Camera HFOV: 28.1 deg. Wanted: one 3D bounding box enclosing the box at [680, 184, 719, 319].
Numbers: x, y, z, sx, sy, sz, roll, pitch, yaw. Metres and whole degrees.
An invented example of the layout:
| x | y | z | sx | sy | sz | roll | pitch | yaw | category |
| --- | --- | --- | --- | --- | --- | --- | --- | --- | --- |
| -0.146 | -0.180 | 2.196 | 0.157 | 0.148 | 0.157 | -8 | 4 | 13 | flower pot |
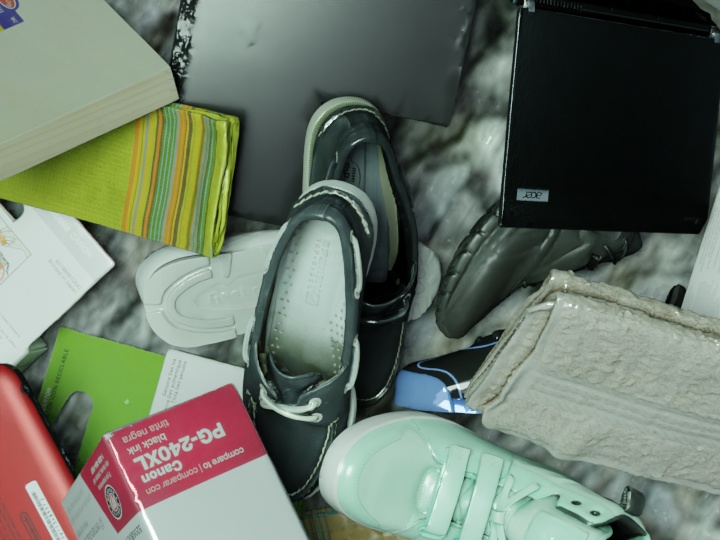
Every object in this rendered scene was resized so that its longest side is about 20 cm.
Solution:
| x | y | z | sx | sy | sz | roll | pitch | yaw | category |
| --- | --- | --- | --- | --- | --- | --- | --- | --- | --- |
| 0.241 | -0.026 | 0.889 | 0.039 | 0.041 | 0.202 | 26 | 78 | -30 | box |

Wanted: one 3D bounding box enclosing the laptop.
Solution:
| x | y | z | sx | sy | sz | roll | pitch | yaw | category |
| --- | --- | --- | --- | --- | --- | --- | --- | --- | --- |
| 0.121 | -0.128 | 0.862 | 0.201 | 0.176 | 0.104 | 58 | 131 | 35 | laptop |

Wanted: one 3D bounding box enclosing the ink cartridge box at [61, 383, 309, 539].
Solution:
| x | y | z | sx | sy | sz | roll | pitch | yaw | category |
| --- | --- | --- | --- | --- | --- | --- | --- | --- | --- |
| -0.079 | 0.186 | 0.796 | 0.083 | 0.145 | 0.201 | -20 | 76 | -28 | ink cartridge box |

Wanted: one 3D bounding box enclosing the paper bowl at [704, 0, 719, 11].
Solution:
| x | y | z | sx | sy | sz | roll | pitch | yaw | category |
| --- | --- | --- | --- | --- | --- | --- | --- | --- | --- |
| 0.235 | -0.213 | 0.836 | 0.200 | 0.201 | 0.105 | 37 | 92 | 6 | paper bowl |

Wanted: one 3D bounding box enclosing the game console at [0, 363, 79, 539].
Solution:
| x | y | z | sx | sy | sz | roll | pitch | yaw | category |
| --- | --- | --- | --- | --- | --- | --- | --- | --- | --- |
| -0.229 | 0.179 | 0.932 | 0.172 | 0.119 | 0.201 | -31 | 86 | 9 | game console |

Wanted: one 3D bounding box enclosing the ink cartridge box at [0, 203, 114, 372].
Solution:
| x | y | z | sx | sy | sz | roll | pitch | yaw | category |
| --- | --- | --- | --- | --- | --- | --- | --- | --- | --- |
| -0.285 | -0.018 | 0.983 | 0.176 | 0.045 | 0.200 | -42 | 85 | 6 | ink cartridge box |

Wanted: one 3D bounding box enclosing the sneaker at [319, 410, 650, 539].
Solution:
| x | y | z | sx | sy | sz | roll | pitch | yaw | category |
| --- | --- | --- | --- | --- | --- | --- | --- | --- | --- |
| 0.081 | 0.137 | 0.844 | 0.199 | 0.118 | 0.074 | 15 | 91 | -29 | sneaker |

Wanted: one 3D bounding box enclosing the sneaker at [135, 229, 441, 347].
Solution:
| x | y | z | sx | sy | sz | roll | pitch | yaw | category |
| --- | --- | --- | --- | --- | --- | --- | --- | --- | --- |
| -0.046 | -0.001 | 0.939 | 0.198 | 0.081 | 0.077 | -1 | 105 | -13 | sneaker |

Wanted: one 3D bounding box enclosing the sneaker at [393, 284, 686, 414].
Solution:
| x | y | z | sx | sy | sz | roll | pitch | yaw | category |
| --- | --- | --- | --- | --- | --- | --- | --- | --- | --- |
| 0.118 | 0.051 | 0.921 | 0.198 | 0.070 | 0.079 | -3 | 87 | 1 | sneaker |

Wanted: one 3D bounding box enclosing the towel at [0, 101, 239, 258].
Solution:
| x | y | z | sx | sy | sz | roll | pitch | yaw | category |
| --- | --- | --- | --- | --- | --- | --- | --- | --- | --- |
| -0.165 | -0.071 | 0.898 | 0.199 | 0.018 | 0.087 | 14 | 102 | 26 | towel |

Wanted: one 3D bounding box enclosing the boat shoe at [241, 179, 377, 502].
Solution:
| x | y | z | sx | sy | sz | roll | pitch | yaw | category |
| --- | --- | --- | --- | --- | --- | --- | --- | --- | --- |
| -0.036 | 0.049 | 0.830 | 0.075 | 0.060 | 0.202 | 9 | 108 | 9 | boat shoe |

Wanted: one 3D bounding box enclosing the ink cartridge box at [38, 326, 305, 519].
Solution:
| x | y | z | sx | sy | sz | roll | pitch | yaw | category |
| --- | --- | --- | --- | --- | --- | --- | --- | --- | --- |
| -0.135 | 0.125 | 0.934 | 0.198 | 0.076 | 0.149 | 14 | 82 | 9 | ink cartridge box |

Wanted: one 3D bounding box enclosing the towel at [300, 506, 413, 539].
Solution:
| x | y | z | sx | sy | sz | roll | pitch | yaw | category |
| --- | --- | --- | --- | --- | --- | --- | --- | --- | --- |
| 0.005 | 0.226 | 0.955 | 0.198 | 0.022 | 0.148 | -13 | 88 | 6 | towel |

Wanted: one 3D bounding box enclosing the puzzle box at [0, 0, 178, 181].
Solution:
| x | y | z | sx | sy | sz | roll | pitch | yaw | category |
| --- | --- | --- | --- | --- | --- | --- | --- | --- | --- |
| -0.214 | -0.133 | 0.903 | 0.132 | 0.026 | 0.200 | -27 | 43 | -17 | puzzle box |

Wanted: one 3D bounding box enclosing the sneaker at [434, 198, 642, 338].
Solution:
| x | y | z | sx | sy | sz | roll | pitch | yaw | category |
| --- | --- | --- | --- | --- | --- | --- | --- | --- | --- |
| 0.128 | -0.025 | 0.917 | 0.091 | 0.076 | 0.200 | 42 | 97 | 0 | sneaker |

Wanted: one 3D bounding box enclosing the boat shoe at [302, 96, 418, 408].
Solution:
| x | y | z | sx | sy | sz | roll | pitch | yaw | category |
| --- | --- | --- | --- | --- | --- | --- | --- | --- | --- |
| 0.002 | -0.001 | 0.874 | 0.074 | 0.066 | 0.201 | -3 | 109 | -18 | boat shoe |

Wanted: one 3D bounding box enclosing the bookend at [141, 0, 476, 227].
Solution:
| x | y | z | sx | sy | sz | roll | pitch | yaw | category |
| --- | --- | --- | --- | --- | --- | --- | --- | --- | --- |
| -0.023 | -0.114 | 0.927 | 0.198 | 0.092 | 0.201 | 11 | 102 | -3 | bookend |

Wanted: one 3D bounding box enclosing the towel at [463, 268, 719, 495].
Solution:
| x | y | z | sx | sy | sz | roll | pitch | yaw | category |
| --- | --- | --- | --- | --- | --- | --- | --- | --- | --- |
| 0.170 | 0.070 | 0.839 | 0.198 | 0.133 | 0.035 | 15 | 49 | -11 | towel |
